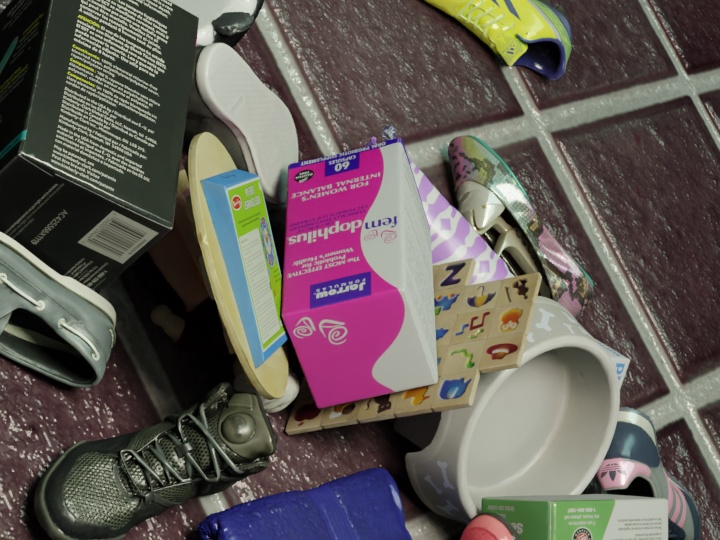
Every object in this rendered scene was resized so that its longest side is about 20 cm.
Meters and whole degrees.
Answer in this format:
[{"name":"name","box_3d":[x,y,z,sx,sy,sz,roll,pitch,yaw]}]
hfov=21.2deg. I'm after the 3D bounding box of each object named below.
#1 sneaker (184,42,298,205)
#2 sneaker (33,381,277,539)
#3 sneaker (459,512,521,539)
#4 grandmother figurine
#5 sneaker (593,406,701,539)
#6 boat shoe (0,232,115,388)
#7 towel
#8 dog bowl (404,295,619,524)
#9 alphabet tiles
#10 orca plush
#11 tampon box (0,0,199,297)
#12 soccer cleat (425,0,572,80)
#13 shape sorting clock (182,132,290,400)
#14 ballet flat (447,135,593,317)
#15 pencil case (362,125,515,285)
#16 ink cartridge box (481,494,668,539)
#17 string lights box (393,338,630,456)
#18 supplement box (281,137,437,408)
[{"name":"sneaker","box_3d":[-0.122,-0.121,1.569,0.200,0.098,0.071,54,48,-54]},{"name":"sneaker","box_3d":[-0.135,0.131,1.355,0.198,0.114,0.077,-13,72,-46]},{"name":"sneaker","box_3d":[0.076,0.281,1.430,0.086,0.073,0.203,13,86,-48]},{"name":"grandmother figurine","box_3d":[-0.115,0.023,1.489,0.121,0.061,0.201,-29,84,-41]},{"name":"sneaker","box_3d":[0.245,0.208,1.676,0.201,0.070,0.083,55,35,-39]},{"name":"boat shoe","box_3d":[-0.255,0.023,1.341,0.199,0.073,0.062,29,43,-35]},{"name":"towel","box_3d":[-0.026,0.236,1.445,0.199,0.049,0.149,-7,66,-48]},{"name":"dog bowl","box_3d":[0.130,0.125,1.561,0.199,0.202,0.059,8,16,-41]},{"name":"alphabet tiles","box_3d":[0.046,0.054,1.525,0.008,0.198,0.168,58,34,-34]},{"name":"orca plush","box_3d":[-0.130,-0.211,1.644,0.104,0.072,0.201,6,40,12]},{"name":"tampon box","box_3d":[-0.215,-0.101,1.400,0.126,0.150,0.202,27,48,-27]},{"name":"soccer cleat","box_3d":[0.135,-0.250,1.909,0.199,0.064,0.085,20,59,-34]},{"name":"shape sorting clock","box_3d":[-0.091,-0.003,1.405,0.200,0.039,0.202,-12,90,-82]},{"name":"ballet flat","box_3d":[0.136,-0.032,1.772,0.071,0.069,0.201,-41,95,-30]},{"name":"pencil case","box_3d":[0.057,-0.026,1.676,0.200,0.084,0.086,50,17,-9]},{"name":"ink cartridge box","box_3d":[0.171,0.281,1.526,0.144,0.084,0.203,5,84,-42]},{"name":"string lights box","box_3d":[0.130,0.104,1.634,0.199,0.104,0.059,7,16,-41]},{"name":"supplement box","box_3d":[0.000,0.000,1.523,0.201,0.100,0.104,-91,165,-51]}]
